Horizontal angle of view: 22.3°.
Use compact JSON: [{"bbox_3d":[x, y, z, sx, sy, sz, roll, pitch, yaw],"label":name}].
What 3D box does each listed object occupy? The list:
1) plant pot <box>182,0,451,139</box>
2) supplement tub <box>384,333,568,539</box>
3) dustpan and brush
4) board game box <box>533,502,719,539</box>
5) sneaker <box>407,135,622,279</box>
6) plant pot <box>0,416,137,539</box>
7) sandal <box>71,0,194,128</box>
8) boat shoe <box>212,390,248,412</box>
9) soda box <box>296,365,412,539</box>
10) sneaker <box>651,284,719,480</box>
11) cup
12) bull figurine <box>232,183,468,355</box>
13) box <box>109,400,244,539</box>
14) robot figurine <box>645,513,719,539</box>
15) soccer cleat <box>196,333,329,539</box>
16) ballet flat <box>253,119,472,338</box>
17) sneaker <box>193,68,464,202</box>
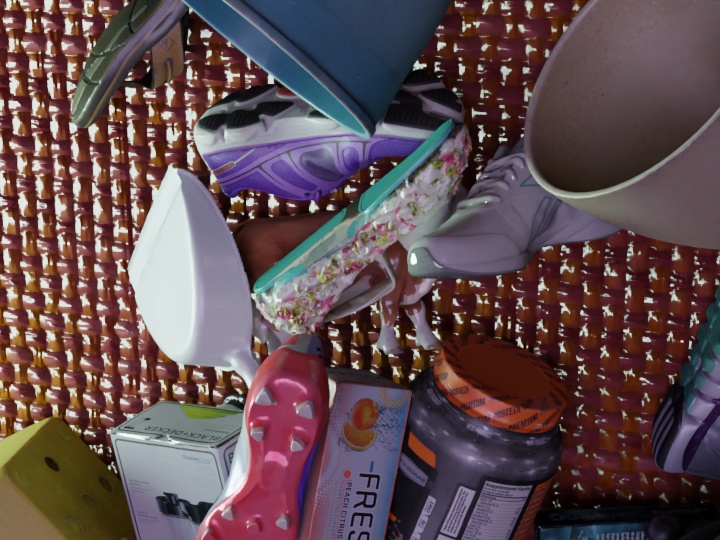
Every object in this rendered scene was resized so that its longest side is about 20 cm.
[{"bbox_3d":[-0.015,-0.220,1.151,0.200,0.200,0.188,38,88,0],"label":"plant pot"},{"bbox_3d":[0.068,0.154,1.304,0.122,0.123,0.201,24,113,7],"label":"supplement tub"},{"bbox_3d":[-0.101,0.042,1.301,0.140,0.057,0.201,-60,42,47],"label":"dustpan and brush"},{"bbox_3d":[0.194,0.268,1.339,0.134,0.028,0.202,-2,110,-3],"label":"board game box"},{"bbox_3d":[0.096,-0.043,1.196,0.070,0.199,0.081,-1,105,43],"label":"sneaker"},{"bbox_3d":[-0.264,0.232,1.401,0.176,0.200,0.200,-42,94,15],"label":"plant pot"},{"bbox_3d":[-0.136,-0.169,1.283,0.054,0.082,0.200,35,110,-23],"label":"sandal"},{"bbox_3d":[-0.068,0.186,1.390,0.073,0.060,0.202,-1,110,43],"label":"boat shoe"},{"bbox_3d":[-0.022,0.170,1.272,0.063,0.068,0.202,8,96,-29],"label":"soda box"},{"bbox_3d":[0.274,0.063,1.248,0.087,0.075,0.201,19,124,-6],"label":"sneaker"},{"bbox_3d":[0.222,-0.093,1.148,0.143,0.201,0.200,37,118,-28],"label":"cup"},{"bbox_3d":[0.000,0.000,1.293,0.198,0.065,0.123,-7,88,23],"label":"bull figurine"},{"bbox_3d":[-0.104,0.202,1.343,0.116,0.060,0.202,2,112,40],"label":"box"},{"bbox_3d":[0.254,0.243,1.223,0.124,0.152,0.200,-2,152,14],"label":"robot figurine"},{"bbox_3d":[-0.062,0.135,1.236,0.066,0.077,0.201,18,122,3],"label":"soccer cleat"},{"bbox_3d":[0.013,-0.021,1.224,0.200,0.076,0.064,-39,102,26],"label":"ballet flat"},{"bbox_3d":[-0.017,-0.090,1.279,0.198,0.081,0.084,-4,125,25],"label":"sneaker"}]
